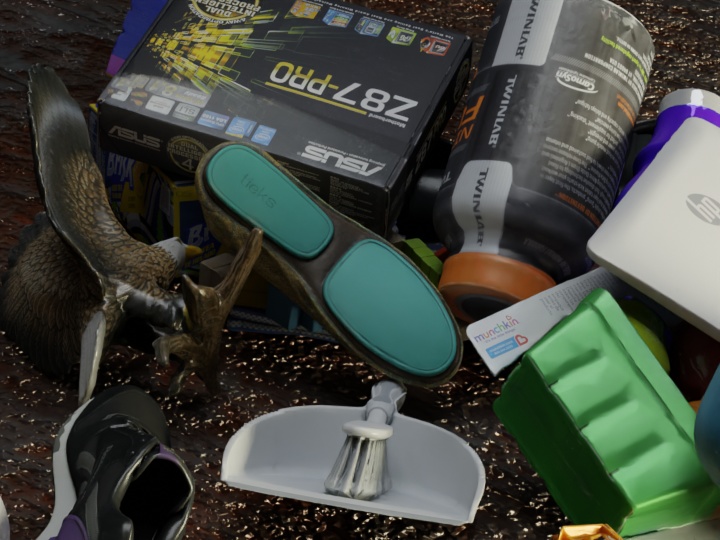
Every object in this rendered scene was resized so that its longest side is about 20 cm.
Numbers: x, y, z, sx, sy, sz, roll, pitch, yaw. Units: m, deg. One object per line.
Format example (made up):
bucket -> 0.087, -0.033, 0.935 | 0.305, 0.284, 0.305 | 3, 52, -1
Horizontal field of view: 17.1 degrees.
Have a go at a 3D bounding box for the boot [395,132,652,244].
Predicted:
boot -> 0.111, -0.056, 1.605 | 0.167, 0.077, 0.200 | 7, 13, 8

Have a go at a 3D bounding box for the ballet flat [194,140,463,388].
ballet flat -> -0.020, 0.001, 1.435 | 0.200, 0.071, 0.071 | 41, 34, 7

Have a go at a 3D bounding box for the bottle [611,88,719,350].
bottle -> 0.191, -0.019, 1.456 | 0.083, 0.065, 0.201 | 5, 56, 12

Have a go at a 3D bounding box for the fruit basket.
fruit basket -> 0.180, 0.073, 1.328 | 0.199, 0.094, 0.186 | -20, 66, -36

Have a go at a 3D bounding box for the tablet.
tablet -> 0.214, -0.019, 1.371 | 0.130, 0.014, 0.200 | 33, 34, 8

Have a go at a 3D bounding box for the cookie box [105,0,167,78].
cookie box -> -0.059, -0.144, 1.708 | 0.170, 0.076, 0.200 | 24, 13, 18

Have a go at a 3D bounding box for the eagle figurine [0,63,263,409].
eagle figurine -> -0.156, -0.006, 1.430 | 0.200, 0.152, 0.151 | 36, 0, 21

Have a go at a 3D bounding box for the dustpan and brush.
dustpan and brush -> 0.006, 0.093, 1.333 | 0.139, 0.058, 0.200 | 9, 2, 6

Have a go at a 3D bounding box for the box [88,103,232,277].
box -> -0.124, -0.059, 1.598 | 0.070, 0.065, 0.200 | -6, 22, -21

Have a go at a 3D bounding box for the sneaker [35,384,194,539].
sneaker -> -0.112, 0.114, 1.223 | 0.076, 0.087, 0.200 | 42, 26, -18

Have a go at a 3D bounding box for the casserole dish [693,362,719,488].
casserole dish -> 0.241, 0.092, 1.259 | 0.039, 0.200, 0.122 | 9, 63, 50

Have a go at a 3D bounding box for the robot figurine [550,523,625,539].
robot figurine -> 0.076, 0.179, 1.176 | 0.199, 0.059, 0.145 | -11, 31, -28

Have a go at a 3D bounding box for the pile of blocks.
pile of blocks -> 0.000, 0.000, 1.490 | 0.199, 0.063, 0.082 | 3, 29, -6

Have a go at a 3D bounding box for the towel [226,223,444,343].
towel -> 0.001, 0.001, 1.577 | 0.144, 0.024, 0.200 | 10, 29, 7

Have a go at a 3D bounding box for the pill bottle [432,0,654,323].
pill bottle -> 0.107, -0.063, 1.459 | 0.106, 0.106, 0.201 | 12, 69, 15

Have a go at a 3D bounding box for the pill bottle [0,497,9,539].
pill bottle -> -0.242, 0.115, 1.198 | 0.109, 0.110, 0.200 | -7, 28, -23

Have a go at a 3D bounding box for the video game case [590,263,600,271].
video game case -> 0.188, 0.045, 1.515 | 0.143, 0.018, 0.200 | -12, 31, -32

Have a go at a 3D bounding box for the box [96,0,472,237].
box -> -0.047, -0.113, 1.527 | 0.199, 0.049, 0.162 | 18, 48, 13

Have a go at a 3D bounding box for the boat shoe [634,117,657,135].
boat shoe -> 0.138, -0.076, 1.706 | 0.199, 0.057, 0.067 | -7, 25, -23
